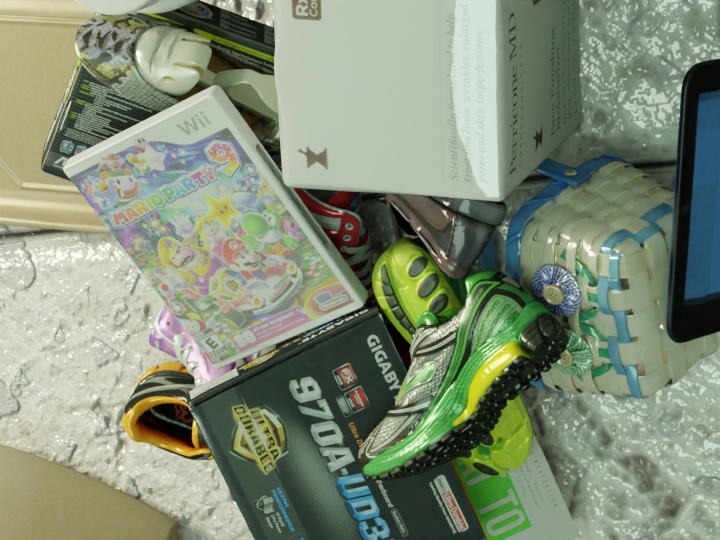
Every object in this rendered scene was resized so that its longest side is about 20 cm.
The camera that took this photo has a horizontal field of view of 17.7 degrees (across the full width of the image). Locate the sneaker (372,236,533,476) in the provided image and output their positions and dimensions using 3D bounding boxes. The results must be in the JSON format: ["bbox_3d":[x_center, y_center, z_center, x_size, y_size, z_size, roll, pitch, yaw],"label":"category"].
[{"bbox_3d":[0.080,0.060,1.735,0.074,0.084,0.200,-18,105,26],"label":"sneaker"}]

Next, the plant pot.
[{"bbox_3d":[-0.253,0.283,1.922,0.177,0.200,0.200,7,112,7],"label":"plant pot"}]

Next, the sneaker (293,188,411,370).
[{"bbox_3d":[0.000,0.000,1.757,0.200,0.071,0.113,33,114,-19],"label":"sneaker"}]

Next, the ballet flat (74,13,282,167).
[{"bbox_3d":[-0.107,-0.139,1.674,0.200,0.072,0.072,25,119,-17],"label":"ballet flat"}]

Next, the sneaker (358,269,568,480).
[{"bbox_3d":[0.063,0.078,1.650,0.200,0.078,0.085,-48,65,29],"label":"sneaker"}]

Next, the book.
[{"bbox_3d":[0.050,0.184,1.788,0.200,0.048,0.134,-25,95,-3],"label":"book"}]

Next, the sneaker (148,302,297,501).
[{"bbox_3d":[-0.112,0.086,1.809,0.114,0.073,0.201,0,66,14],"label":"sneaker"}]

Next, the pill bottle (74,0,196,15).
[{"bbox_3d":[-0.138,-0.247,1.663,0.113,0.200,0.114,6,107,20],"label":"pill bottle"}]

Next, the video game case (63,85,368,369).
[{"bbox_3d":[-0.106,-0.028,1.701,0.143,0.018,0.200,-23,115,28],"label":"video game case"}]

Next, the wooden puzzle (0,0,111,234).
[{"bbox_3d":[-0.259,-0.135,1.853,0.185,0.037,0.200,5,106,20],"label":"wooden puzzle"}]

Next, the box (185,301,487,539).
[{"bbox_3d":[-0.018,0.147,1.726,0.159,0.046,0.200,-26,101,-3],"label":"box"}]

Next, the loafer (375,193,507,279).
[{"bbox_3d":[0.042,-0.047,1.678,0.072,0.200,0.063,17,98,-23],"label":"loafer"}]

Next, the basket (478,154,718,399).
[{"bbox_3d":[0.154,-0.002,1.679,0.200,0.139,0.177,22,133,50],"label":"basket"}]

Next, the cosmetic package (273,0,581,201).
[{"bbox_3d":[0.052,-0.158,1.623,0.165,0.200,0.165,5,111,20],"label":"cosmetic package"}]

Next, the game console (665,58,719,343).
[{"bbox_3d":[0.309,-0.048,1.597,0.170,0.118,0.200,6,109,15],"label":"game console"}]

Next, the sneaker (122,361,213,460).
[{"bbox_3d":[-0.099,0.126,1.859,0.200,0.077,0.078,4,109,19],"label":"sneaker"}]

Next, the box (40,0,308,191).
[{"bbox_3d":[-0.122,-0.118,1.750,0.200,0.044,0.160,19,114,-12],"label":"box"}]
